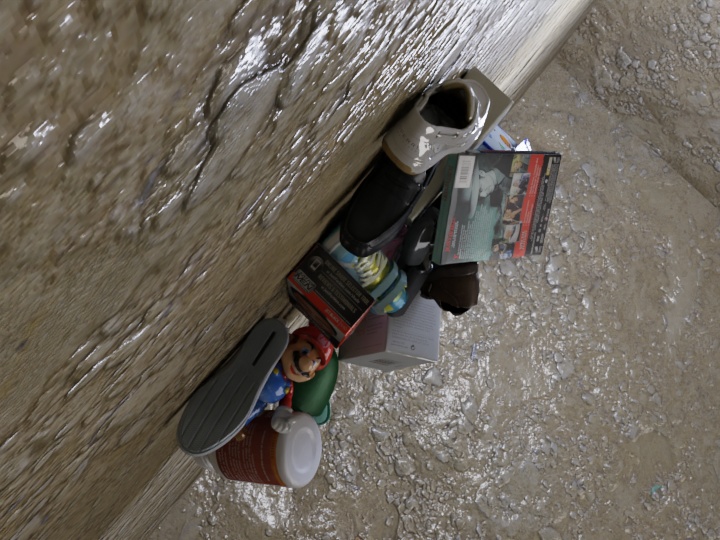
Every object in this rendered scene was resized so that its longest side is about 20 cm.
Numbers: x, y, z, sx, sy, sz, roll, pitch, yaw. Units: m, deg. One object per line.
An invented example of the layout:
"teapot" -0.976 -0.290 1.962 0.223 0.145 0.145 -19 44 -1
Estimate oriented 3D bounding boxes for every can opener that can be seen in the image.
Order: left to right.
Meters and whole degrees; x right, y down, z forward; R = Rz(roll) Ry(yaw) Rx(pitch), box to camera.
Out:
"can opener" 0.062 -0.008 1.057 0.065 0.054 0.202 -7 144 -30

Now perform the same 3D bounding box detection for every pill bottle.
"pill bottle" -0.168 0.277 1.204 0.195 0.115 0.112 -3 -155 31

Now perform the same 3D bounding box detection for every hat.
"hat" -0.044 0.132 1.242 0.174 0.168 0.199 -34 150 15

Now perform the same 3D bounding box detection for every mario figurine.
"mario figurine" -0.119 0.155 1.105 0.198 0.106 0.125 -38 144 -16

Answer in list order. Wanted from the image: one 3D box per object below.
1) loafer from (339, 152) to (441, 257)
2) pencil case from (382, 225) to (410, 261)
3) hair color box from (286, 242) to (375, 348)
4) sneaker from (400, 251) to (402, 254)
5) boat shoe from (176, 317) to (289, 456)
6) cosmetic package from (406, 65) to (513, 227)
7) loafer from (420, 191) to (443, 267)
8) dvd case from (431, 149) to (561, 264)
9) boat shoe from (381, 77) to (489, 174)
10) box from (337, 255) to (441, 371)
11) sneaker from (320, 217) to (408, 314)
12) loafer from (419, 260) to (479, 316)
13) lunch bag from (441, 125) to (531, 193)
"loafer" 0.040 -0.101 0.839 0.202 0.067 0.071 -54 172 -29
"pencil case" 0.000 0.000 1.120 0.202 0.086 0.087 -58 175 18
"hair color box" -0.042 0.039 0.992 0.061 0.101 0.200 -46 175 -11
"sneaker" 0.137 -0.062 1.202 0.196 0.082 0.075 -17 133 -27
"boat shoe" -0.156 0.150 0.957 0.201 0.071 0.062 -52 177 -27
"cosmetic package" 0.107 -0.160 1.014 0.201 0.073 0.104 -50 177 -1
"loafer" 0.118 -0.078 1.062 0.062 0.072 0.201 -14 147 -49
"dvd case" 0.184 -0.086 1.012 0.196 0.022 0.150 -7 113 -37
"boat shoe" 0.097 -0.165 0.796 0.069 0.071 0.200 -48 178 42
"box" 0.051 0.050 1.250 0.151 0.104 0.206 -20 -120 57
"sneaker" 0.015 -0.008 0.970 0.080 0.130 0.200 -45 177 -7
"loafer" 0.123 0.032 1.101 0.071 0.073 0.200 -9 176 -5
"lunch bag" 0.193 -0.155 1.155 0.124 0.199 0.170 -49 176 26
